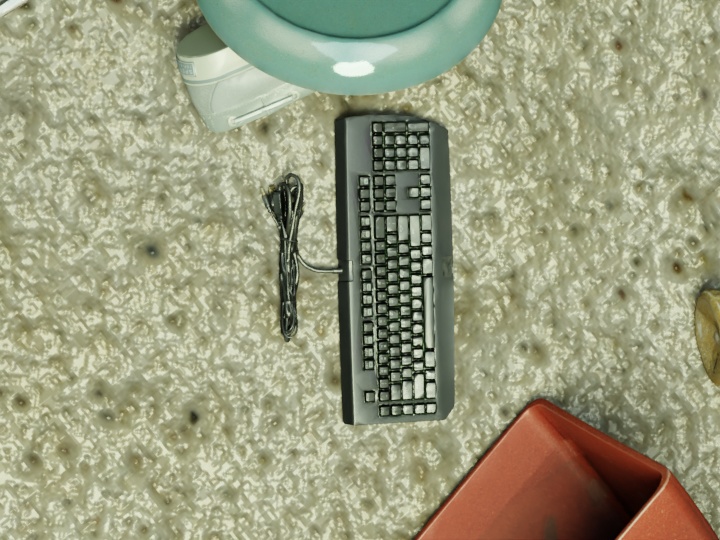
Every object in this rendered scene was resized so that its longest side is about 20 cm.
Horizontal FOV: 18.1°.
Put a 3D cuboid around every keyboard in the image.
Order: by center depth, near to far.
[{"bbox_3d":[0.000,0.000,1.472,0.126,0.021,0.202,-2,92,-11],"label":"keyboard"}]

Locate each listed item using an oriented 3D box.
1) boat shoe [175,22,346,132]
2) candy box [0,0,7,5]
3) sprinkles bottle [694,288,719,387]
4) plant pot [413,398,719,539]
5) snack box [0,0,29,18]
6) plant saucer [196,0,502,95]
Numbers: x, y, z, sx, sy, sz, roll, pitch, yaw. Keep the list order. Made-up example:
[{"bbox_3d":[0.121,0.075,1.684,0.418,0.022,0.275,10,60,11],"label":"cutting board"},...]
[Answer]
[{"bbox_3d":[-0.020,-0.146,1.446,0.200,0.070,0.072,-23,120,-14],"label":"boat shoe"},{"bbox_3d":[-0.302,-0.200,1.348,0.199,0.072,0.168,-36,103,-9],"label":"candy box"},{"bbox_3d":[0.326,0.030,1.511,0.198,0.068,0.069,-10,94,-10],"label":"sprinkles bottle"},{"bbox_3d":[0.143,0.231,1.430,0.176,0.200,0.200,44,84,-22],"label":"plant pot"},{"bbox_3d":[-0.251,-0.260,1.412,0.072,0.024,0.201,-33,97,-9],"label":"snack box"},{"bbox_3d":[-0.007,-0.197,1.406,0.198,0.027,0.201,3,58,-4],"label":"plant saucer"}]
